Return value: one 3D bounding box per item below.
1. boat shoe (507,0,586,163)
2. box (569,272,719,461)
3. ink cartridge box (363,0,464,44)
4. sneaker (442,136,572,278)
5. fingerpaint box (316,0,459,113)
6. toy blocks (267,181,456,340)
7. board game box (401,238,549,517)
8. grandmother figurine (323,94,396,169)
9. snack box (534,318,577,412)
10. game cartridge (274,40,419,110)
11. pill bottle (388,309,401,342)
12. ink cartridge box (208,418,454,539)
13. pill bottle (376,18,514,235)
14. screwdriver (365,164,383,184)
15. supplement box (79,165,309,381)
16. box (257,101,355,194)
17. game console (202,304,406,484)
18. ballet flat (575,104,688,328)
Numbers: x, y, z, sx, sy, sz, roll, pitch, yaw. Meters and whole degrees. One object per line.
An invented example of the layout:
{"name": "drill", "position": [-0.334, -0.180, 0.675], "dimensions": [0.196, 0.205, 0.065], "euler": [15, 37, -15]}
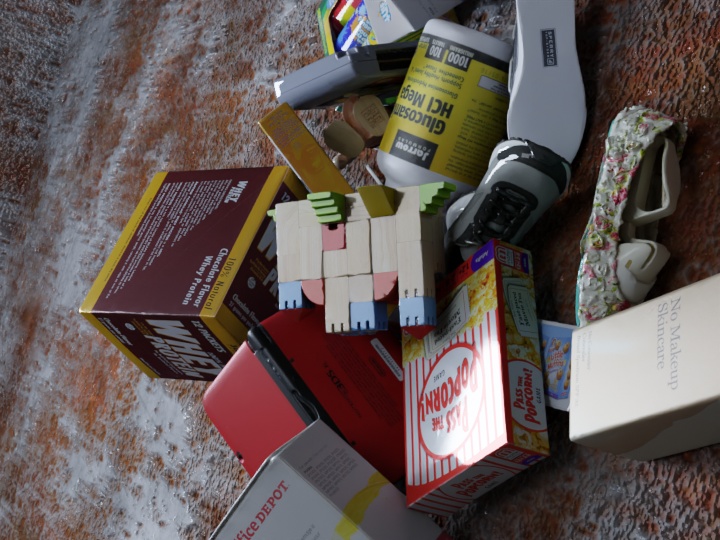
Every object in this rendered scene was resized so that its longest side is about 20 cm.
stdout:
{"name": "boat shoe", "position": [0.169, -0.177, 1.211], "dimensions": [0.068, 0.072, 0.200], "euler": [61, -154, -81]}
{"name": "box", "position": [0.240, 0.067, 0.914], "dimensions": [0.200, 0.078, 0.095], "euler": [-31, 47, 53]}
{"name": "ink cartridge box", "position": [0.079, -0.334, 1.374], "dimensions": [0.200, 0.068, 0.117], "euler": [-30, 43, 15]}
{"name": "sneaker", "position": [0.127, -0.049, 1.169], "dimensions": [0.079, 0.074, 0.200], "euler": [-67, 6, -31]}
{"name": "fingerpaint box", "position": [0.026, -0.299, 1.536], "dimensions": [0.167, 0.073, 0.200], "euler": [-51, 34, 36]}
{"name": "toy blocks", "position": [0.000, 0.000, 1.204], "dimensions": [0.200, 0.100, 0.137], "euler": [-5, 83, 28]}
{"name": "board game box", "position": [0.096, 0.095, 1.146], "dimensions": [0.151, 0.046, 0.200], "euler": [-43, 38, 45]}
{"name": "grandmother figurine", "position": [0.015, -0.159, 1.414], "dimensions": [0.121, 0.061, 0.200], "euler": [-31, 1, 8]}
{"name": "snack box", "position": [0.142, 0.077, 1.152], "dimensions": [0.200, 0.024, 0.072], "euler": [9, 81, 63]}
{"name": "game cartridge", "position": [0.013, -0.205, 1.365], "dimensions": [0.133, 0.200, 0.041], "euler": [-10, 93, 44]}
{"name": "pill bottle", "position": [-0.022, 0.128, 1.332], "dimensions": [0.116, 0.116, 0.200], "euler": [8, 82, 63]}
{"name": "ink cartridge box", "position": [-0.017, 0.254, 1.157], "dimensions": [0.145, 0.200, 0.083], "euler": [-55, -11, 32]}
{"name": "pill bottle", "position": [0.084, -0.137, 1.290], "dimensions": [0.112, 0.112, 0.200], "euler": [33, 104, 62]}
{"name": "screwdriver", "position": [0.030, -0.083, 1.451], "dimensions": [0.028, 0.029, 0.200], "euler": [-64, 30, 17]}
{"name": "supplement box", "position": [-0.155, 0.006, 1.409], "dimensions": [0.200, 0.133, 0.197], "euler": [0, 53, 36]}
{"name": "box", "position": [-0.023, -0.074, 1.329], "dimensions": [0.041, 0.200, 0.119], "euler": [-39, -6, 1]}
{"name": "game console", "position": [-0.031, 0.140, 1.263], "dimensions": [0.200, 0.172, 0.119], "euler": [52, 158, 17]}
{"name": "ballet flat", "position": [0.216, -0.037, 1.032], "dimensions": [0.064, 0.076, 0.200], "euler": [3, 80, 46]}
